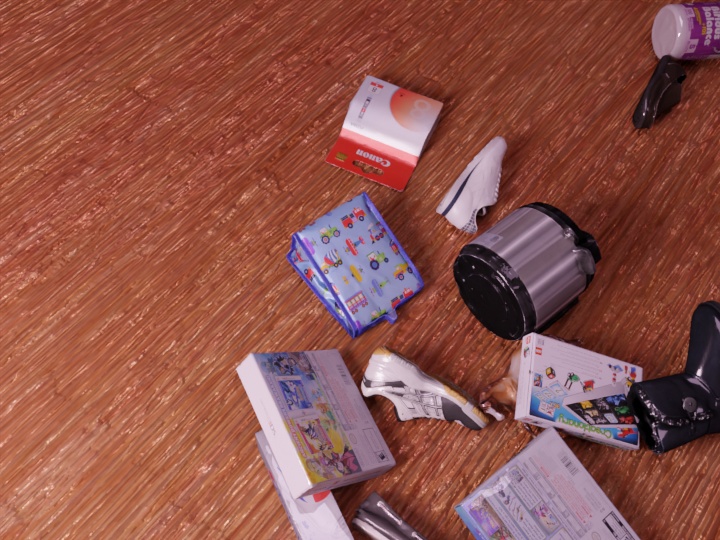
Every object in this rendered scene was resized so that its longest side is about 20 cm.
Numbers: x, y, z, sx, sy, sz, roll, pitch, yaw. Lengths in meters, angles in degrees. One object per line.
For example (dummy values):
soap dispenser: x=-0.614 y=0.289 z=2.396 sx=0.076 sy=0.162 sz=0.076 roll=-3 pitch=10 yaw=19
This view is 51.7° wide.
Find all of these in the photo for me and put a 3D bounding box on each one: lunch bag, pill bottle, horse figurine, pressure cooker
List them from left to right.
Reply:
lunch bag: x=0.000 y=0.000 z=1.204 sx=0.150 sy=0.094 sz=0.201 roll=-32 pitch=76 yaw=-23
pressure cooker: x=0.269 y=-0.008 z=1.169 sx=0.199 sy=0.179 sz=0.176 roll=-35 pitch=65 yaw=-21
horse figurine: x=0.264 y=0.168 z=1.130 sx=0.132 sy=0.050 sz=0.201 roll=35 pitch=62 yaw=0
pill bottle: x=0.713 y=-0.490 z=1.518 sx=0.198 sy=0.113 sz=0.113 roll=-6 pitch=60 yaw=-7

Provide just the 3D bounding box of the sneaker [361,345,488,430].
sneaker: x=0.093 y=0.195 z=1.111 sx=0.199 sy=0.076 sz=0.088 roll=30 pitch=92 yaw=2

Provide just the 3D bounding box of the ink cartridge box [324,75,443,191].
ink cartridge box: x=0.044 y=-0.257 z=1.369 sx=0.161 sy=0.050 sz=0.201 roll=22 pitch=58 yaw=9

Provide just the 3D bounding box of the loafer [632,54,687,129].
loafer: x=0.591 y=-0.345 z=1.447 sx=0.071 sy=0.073 sz=0.201 roll=26 pitch=61 yaw=13

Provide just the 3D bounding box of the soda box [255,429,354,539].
soda box: x=-0.078 y=0.308 z=1.024 sx=0.063 sy=0.068 sz=0.201 roll=-22 pitch=63 yaw=-16

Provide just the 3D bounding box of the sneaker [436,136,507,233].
sneaker: x=0.213 y=-0.153 z=1.318 sx=0.080 sy=0.076 sz=0.201 roll=35 pitch=68 yaw=3

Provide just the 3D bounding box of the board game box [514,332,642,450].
board game box: x=0.327 y=0.181 z=1.104 sx=0.198 sy=0.035 sz=0.127 roll=18 pitch=67 yaw=-15

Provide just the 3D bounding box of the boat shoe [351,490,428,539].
boat shoe: x=0.082 y=0.371 z=1.001 sx=0.199 sy=0.067 sz=0.057 roll=29 pitch=66 yaw=16

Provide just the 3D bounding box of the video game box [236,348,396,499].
video game box: x=-0.060 y=0.206 z=1.039 sx=0.181 sy=0.047 sz=0.201 roll=8 pitch=46 yaw=-52

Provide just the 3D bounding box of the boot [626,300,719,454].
boot: x=0.473 y=0.155 z=1.087 sx=0.166 sy=0.076 sz=0.202 roll=-9 pitch=84 yaw=-12

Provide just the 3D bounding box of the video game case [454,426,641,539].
video game case: x=0.259 y=0.353 z=1.023 sx=0.180 sy=0.046 sz=0.201 roll=-32 pitch=76 yaw=-21
